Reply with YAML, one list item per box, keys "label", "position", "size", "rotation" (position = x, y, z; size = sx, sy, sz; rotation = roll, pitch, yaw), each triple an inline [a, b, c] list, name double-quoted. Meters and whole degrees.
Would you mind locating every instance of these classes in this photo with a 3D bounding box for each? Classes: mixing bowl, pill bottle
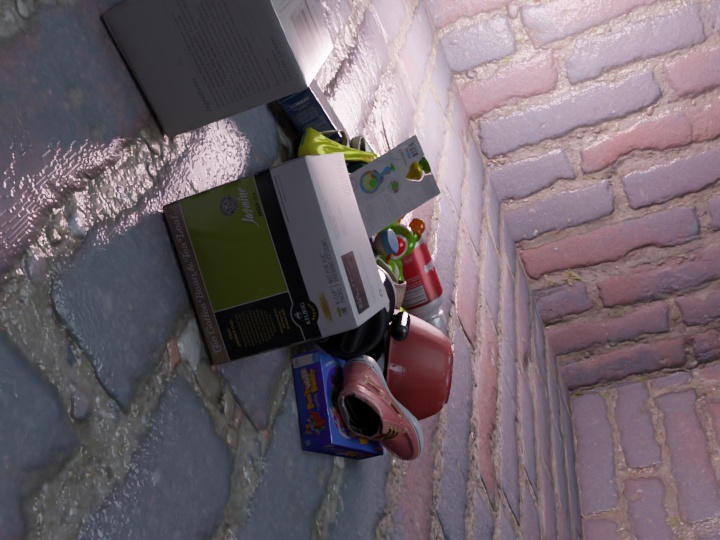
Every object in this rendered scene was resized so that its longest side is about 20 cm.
- label: "mixing bowl"
  position: [0.092, 0.165, 1.401]
  size: [0.200, 0.108, 0.201]
  rotation: [7, 90, -89]
- label: "pill bottle"
  position: [0.098, 0.024, 1.692]
  size: [0.112, 0.112, 0.201]
  rotation: [-54, 126, -67]

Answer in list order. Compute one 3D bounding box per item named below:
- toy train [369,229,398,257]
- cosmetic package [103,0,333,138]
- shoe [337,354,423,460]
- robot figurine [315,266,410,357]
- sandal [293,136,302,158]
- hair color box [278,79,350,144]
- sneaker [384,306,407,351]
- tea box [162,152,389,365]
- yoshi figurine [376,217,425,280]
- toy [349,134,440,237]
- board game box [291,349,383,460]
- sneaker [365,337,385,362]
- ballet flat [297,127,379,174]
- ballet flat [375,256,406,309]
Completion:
- label: "toy train"
  position: [0.000, -0.097, 1.502]
  size: [0.085, 0.115, 0.201]
  rotation: [48, 32, -54]
- label: "cosmetic package"
  position: [-0.166, -0.291, 1.048]
  size: [0.165, 0.199, 0.165]
  rotation: [-74, 144, -58]
- label: "shoe"
  position: [0.028, 0.225, 1.256]
  size: [0.200, 0.071, 0.091]
  rotation: [60, 24, -23]
- label: "robot figurine"
  position: [-0.013, 0.057, 1.277]
  size: [0.151, 0.125, 0.200]
  rotation: [58, 16, -7]
- label: "sandal"
  position: [-0.079, -0.141, 1.421]
  size: [0.075, 0.045, 0.201]
  rotation: [47, 32, -56]
- label: "hair color box"
  position: [-0.076, -0.258, 1.474]
  size: [0.200, 0.060, 0.100]
  rotation: [53, 15, -45]
- label: "sneaker"
  position: [0.081, 0.146, 1.634]
  size: [0.200, 0.074, 0.081]
  rotation: [46, 42, -44]
- label: "tea box"
  position: [-0.097, -0.016, 1.025]
  size: [0.134, 0.196, 0.201]
  rotation: [-29, 103, -70]
- label: "yoshi figurine"
  position: [0.040, -0.017, 1.557]
  size: [0.200, 0.112, 0.112]
  rotation: [-63, 148, -35]
- label: "toy"
  position: [0.027, -0.131, 1.431]
  size: [0.115, 0.200, 0.047]
  rotation: [64, -11, -25]
- label: "board game box"
  position: [-0.030, 0.204, 1.277]
  size: [0.200, 0.045, 0.135]
  rotation: [35, 42, -62]
- label: "sneaker"
  position: [0.011, 0.126, 1.425]
  size: [0.200, 0.074, 0.088]
  rotation: [-41, 119, -71]
- label: "ballet flat"
  position: [-0.020, -0.197, 1.438]
  size: [0.199, 0.067, 0.067]
  rotation: [7, 83, -42]
- label: "ballet flat"
  position: [0.000, 0.000, 1.416]
  size: [0.200, 0.067, 0.068]
  rotation: [30, -1, -37]
